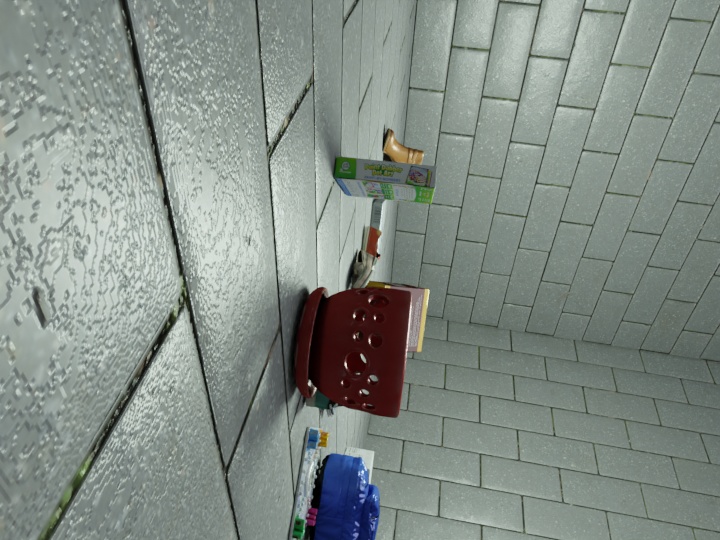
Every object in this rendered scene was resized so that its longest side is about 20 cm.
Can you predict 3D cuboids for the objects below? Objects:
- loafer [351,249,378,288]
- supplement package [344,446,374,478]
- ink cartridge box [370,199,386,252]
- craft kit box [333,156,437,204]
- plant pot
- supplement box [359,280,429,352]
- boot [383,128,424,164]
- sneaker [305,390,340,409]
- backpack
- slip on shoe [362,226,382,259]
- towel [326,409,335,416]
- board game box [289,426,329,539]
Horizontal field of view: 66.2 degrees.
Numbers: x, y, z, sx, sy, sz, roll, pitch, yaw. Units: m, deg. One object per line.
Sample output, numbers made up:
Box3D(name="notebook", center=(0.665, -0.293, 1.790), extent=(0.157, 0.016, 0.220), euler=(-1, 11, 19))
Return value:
Box3D(name="loafer", center=(0.000, 0.000, 1.531), extent=(0.072, 0.062, 0.201), euler=(-49, -175, 23))
Box3D(name="supplement package", center=(-0.018, 0.748, 1.978), extent=(0.200, 0.107, 0.162), euler=(11, 87, -84))
Box3D(name="ink cartridge box", center=(0.063, -0.154, 1.985), extent=(0.200, 0.039, 0.207), euler=(-63, 159, -74))
Box3D(name="craft kit box", center=(0.055, -0.177, 1.110), extent=(0.200, 0.190, 0.050), euler=(18, 81, -85))
Box3D(name="plant pot", center=(-0.009, 0.125, 0.911), extent=(0.200, 0.176, 0.208), euler=(8, 90, -83))
Box3D(name="supplement box", center=(0.092, 0.142, 1.723), extent=(0.196, 0.131, 0.205), euler=(5, 93, -41))
Box3D(name="boot", center=(0.159, -0.438, 2.035), extent=(0.203, 0.149, 0.079), euler=(89, 11, -55))
Box3D(name="sneaker", center=(-0.049, 0.166, 1.057), extent=(0.072, 0.077, 0.206), euler=(86, 12, -63))
Box3D(name="backpack", center=(-0.034, 0.548, 1.318), extent=(0.163, 0.161, 0.208), euler=(121, -27, -88))
Box3D(name="slip on shoe", center=(0.033, -0.037, 1.737), extent=(0.074, 0.059, 0.207), euler=(-73, 170, -67))
Box3D(name="towel", center=(-0.061, 0.223, 1.306), extent=(0.149, 0.023, 0.205), euler=(86, 11, -54))
Box3D(name="board game box", center=(-0.102, 0.434, 1.146), extent=(0.201, 0.025, 0.207), euler=(79, 19, -73))
